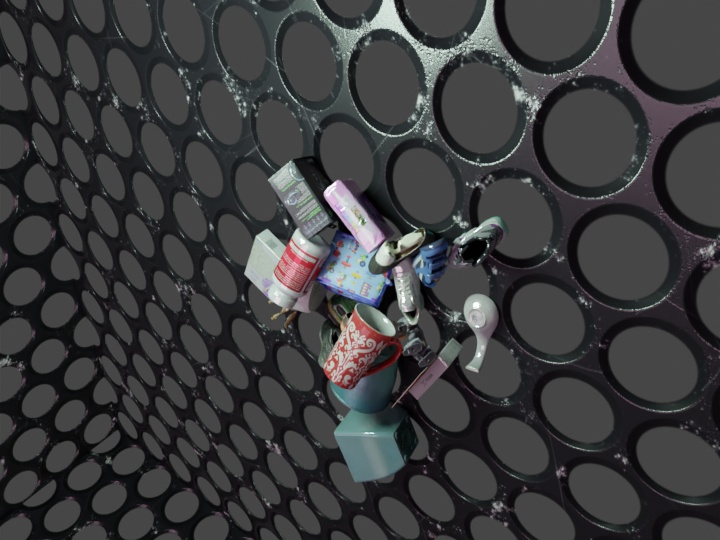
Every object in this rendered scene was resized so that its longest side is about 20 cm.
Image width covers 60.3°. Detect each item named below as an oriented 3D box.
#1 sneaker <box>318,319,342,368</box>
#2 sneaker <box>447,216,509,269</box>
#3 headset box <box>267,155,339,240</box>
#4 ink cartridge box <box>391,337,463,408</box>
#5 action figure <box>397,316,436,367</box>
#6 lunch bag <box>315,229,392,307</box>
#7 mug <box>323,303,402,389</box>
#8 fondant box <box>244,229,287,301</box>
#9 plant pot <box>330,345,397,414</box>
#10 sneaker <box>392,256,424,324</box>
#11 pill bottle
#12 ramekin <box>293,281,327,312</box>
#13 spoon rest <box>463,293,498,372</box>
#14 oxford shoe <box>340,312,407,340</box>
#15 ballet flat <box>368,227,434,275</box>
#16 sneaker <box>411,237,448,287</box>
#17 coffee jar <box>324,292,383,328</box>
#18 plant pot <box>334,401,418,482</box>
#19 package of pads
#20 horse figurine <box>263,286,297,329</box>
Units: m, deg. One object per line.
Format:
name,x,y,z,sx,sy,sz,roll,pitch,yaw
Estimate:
sneaker,-0.078,0.203,1.914,0.075,0.201,0.115,29,118,-15
sneaker,0.246,-0.041,1.448,0.078,0.139,0.200,48,138,3
headset box,-0.132,-0.192,1.662,0.092,0.174,0.203,-32,93,19
ink cartridge box,0.184,0.296,1.707,0.045,0.176,0.202,41,138,10
action figure,0.148,0.191,1.690,0.069,0.200,0.131,-38,102,7
lunch bag,0.000,0.000,1.699,0.195,0.154,0.094,19,169,25
mug,0.008,0.225,1.686,0.176,0.133,0.203,36,108,6
fondant box,-0.297,-0.014,2.039,0.144,0.058,0.202,42,139,13
plant pot,0.028,0.283,1.848,0.198,0.199,0.192,33,120,21
sneaker,0.130,0.049,1.645,0.073,0.100,0.205,-11,116,17
pill bottle,-0.171,-0.003,1.682,0.111,0.112,0.203,37,108,16
ramekin,-0.155,0.030,1.839,0.092,0.203,0.206,23,132,14
spoon rest,0.307,0.157,1.601,0.097,0.060,0.206,16,113,33
oxford shoe,0.042,0.159,1.767,0.193,0.073,0.074,6,144,-6
ballet flat,0.095,-0.057,1.575,0.196,0.068,0.069,-29,63,14
sneaker,0.182,-0.020,1.530,0.201,0.072,0.084,103,146,-72
coffee jar,-0.024,0.093,1.833,0.105,0.085,0.199,50,138,-2
plant pot,0.069,0.534,1.975,0.196,0.196,0.200,-12,109,36
package of pads,-0.003,-0.146,1.624,0.075,0.120,0.201,-40,87,20
horse figurine,-0.240,0.095,2.027,0.050,0.130,0.204,39,149,42
